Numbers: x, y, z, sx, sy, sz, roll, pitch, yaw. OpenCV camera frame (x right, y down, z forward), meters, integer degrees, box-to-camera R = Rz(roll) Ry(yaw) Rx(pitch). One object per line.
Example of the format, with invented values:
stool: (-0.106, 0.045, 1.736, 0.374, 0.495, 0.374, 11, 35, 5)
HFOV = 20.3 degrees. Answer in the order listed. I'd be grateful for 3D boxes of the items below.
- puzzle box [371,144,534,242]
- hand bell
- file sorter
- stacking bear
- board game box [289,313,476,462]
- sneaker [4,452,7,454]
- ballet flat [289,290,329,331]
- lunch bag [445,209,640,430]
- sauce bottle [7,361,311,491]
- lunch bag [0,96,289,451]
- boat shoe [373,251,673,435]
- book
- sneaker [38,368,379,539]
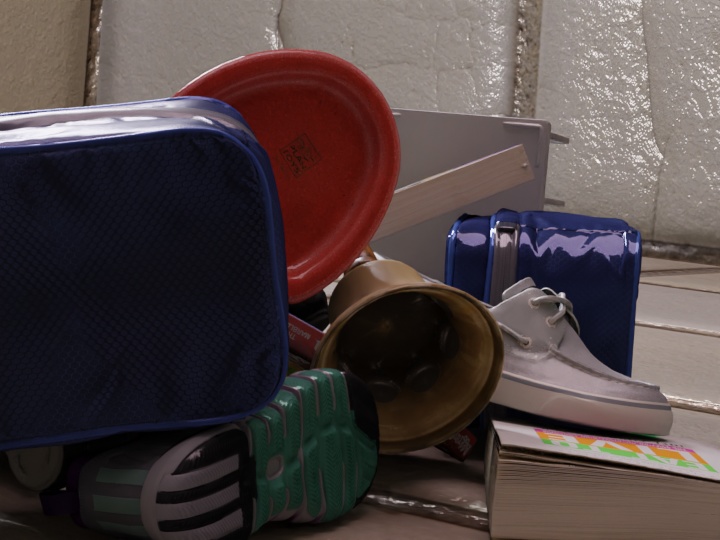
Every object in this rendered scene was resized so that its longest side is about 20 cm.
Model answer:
puzzle box: (-0.002, -0.029, 1.283, 0.199, 0.026, 0.133, -21, 3, -23)
hand bell: (0.000, 0.000, 1.101, 0.103, 0.105, 0.200, 3, 30, -18)
file sorter: (0.073, -0.009, 1.459, 0.138, 0.202, 0.124, 6, 1, 18)
stacking bear: (-0.064, -0.055, 1.088, 0.113, 0.122, 0.200, -36, 11, -18)
board game box: (-0.031, 0.046, 1.165, 0.199, 0.020, 0.103, 28, -9, 25)
sneaker: (-0.200, 0.061, 1.055, 0.080, 0.071, 0.200, 15, -9, -21)
ballet flat: (-0.100, 0.041, 1.331, 0.199, 0.067, 0.057, -17, 63, -47)
lunch bag: (0.103, 0.030, 1.270, 0.131, 0.137, 0.200, 5, 2, 4)
sauce bottle: (-0.089, 0.081, 1.009, 0.064, 0.065, 0.199, 8, 6, 37)
lunch bag: (-0.133, -0.002, 0.905, 0.198, 0.137, 0.132, -4, 11, -5)
boat shoe: (0.084, 0.038, 1.125, 0.200, 0.072, 0.070, 17, 1, 17)
book: (0.132, 0.109, 1.037, 0.133, 0.048, 0.200, 6, 1, 2)
sneaker: (-0.064, 0.085, 0.948, 0.087, 0.075, 0.200, 1, 3, 27)
